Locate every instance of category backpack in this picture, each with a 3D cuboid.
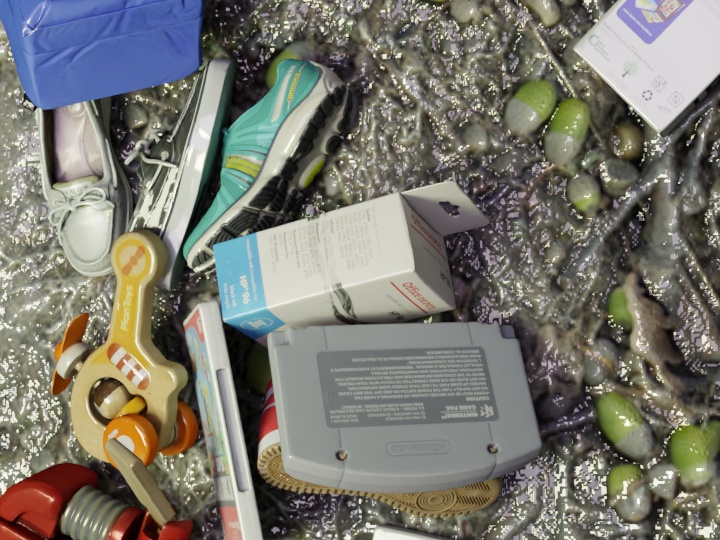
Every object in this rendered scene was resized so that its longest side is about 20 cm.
[{"bbox_3d":[-0.220,-0.260,1.249,0.162,0.168,0.200,-12,53,-20],"label":"backpack"}]

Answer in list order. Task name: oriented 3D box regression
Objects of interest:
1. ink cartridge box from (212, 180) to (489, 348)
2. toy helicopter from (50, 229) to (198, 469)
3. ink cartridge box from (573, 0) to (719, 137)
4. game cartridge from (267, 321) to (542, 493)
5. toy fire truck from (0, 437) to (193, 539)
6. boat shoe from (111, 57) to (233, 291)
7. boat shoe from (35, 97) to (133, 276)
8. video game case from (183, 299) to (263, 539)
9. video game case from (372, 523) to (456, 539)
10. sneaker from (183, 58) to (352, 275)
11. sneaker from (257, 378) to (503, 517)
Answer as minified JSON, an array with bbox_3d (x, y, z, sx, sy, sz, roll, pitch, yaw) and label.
[{"bbox_3d":[0.000,0.000,1.210,0.199,0.116,0.068,-15,70,16],"label":"ink cartridge box"},{"bbox_3d":[-0.201,0.062,1.281,0.132,0.079,0.201,15,104,24],"label":"toy helicopter"},{"bbox_3d":[0.268,-0.208,1.184,0.200,0.039,0.099,-45,76,12],"label":"ink cartridge box"},{"bbox_3d":[0.033,0.103,1.174,0.199,0.041,0.134,-1,53,-13],"label":"game cartridge"},{"bbox_3d":[-0.214,0.205,1.245,0.176,0.129,0.201,26,107,17],"label":"toy fire truck"},{"bbox_3d":[-0.160,-0.086,1.289,0.068,0.074,0.200,18,102,2],"label":"boat shoe"},{"bbox_3d":[-0.244,-0.096,1.319,0.074,0.065,0.203,-6,86,16],"label":"boat shoe"},{"bbox_3d":[-0.111,0.131,1.235,0.017,0.143,0.201,-10,84,-12],"label":"video game case"},{"bbox_3d":[0.092,0.312,1.224,0.199,0.022,0.183,10,91,17],"label":"video game case"},{"bbox_3d":[-0.084,-0.085,1.276,0.080,0.077,0.200,34,90,28],"label":"sneaker"},{"bbox_3d":[0.015,0.129,1.231,0.199,0.113,0.071,12,126,-14],"label":"sneaker"}]
